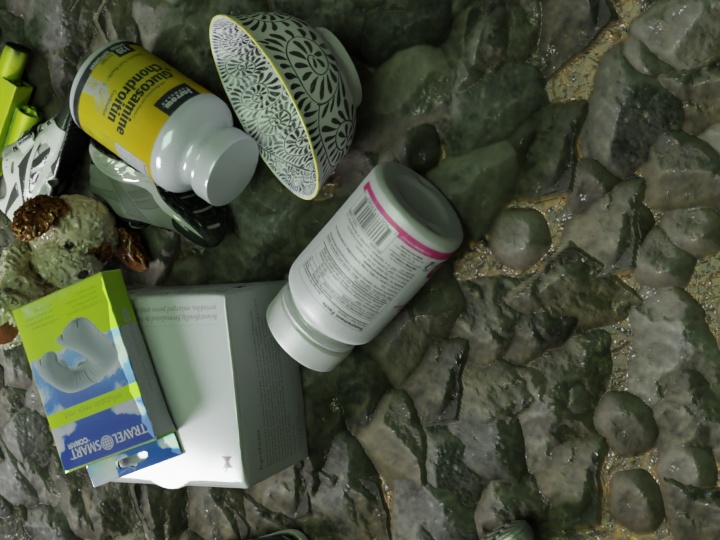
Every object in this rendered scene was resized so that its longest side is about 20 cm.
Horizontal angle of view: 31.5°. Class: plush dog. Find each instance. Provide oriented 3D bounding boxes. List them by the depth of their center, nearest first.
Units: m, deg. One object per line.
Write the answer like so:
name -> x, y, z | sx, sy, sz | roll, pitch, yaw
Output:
plush dog -> -0.338, -0.010, 1.432 | 0.172, 0.199, 0.161 | -49, 53, 19

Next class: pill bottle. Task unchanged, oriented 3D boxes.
pill bottle -> 0.000, 0.000, 1.266 | 0.114, 0.113, 0.200 | 49, 116, 14
pill bottle -> -0.206, -0.153, 1.354 | 0.199, 0.112, 0.113 | 34, 112, 23

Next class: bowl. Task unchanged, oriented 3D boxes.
bowl -> -0.060, -0.181, 1.266 | 0.201, 0.094, 0.202 | 51, 161, 25

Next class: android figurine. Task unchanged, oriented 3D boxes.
android figurine -> -0.462, -0.191, 1.536 | 0.181, 0.041, 0.202 | 31, 110, 22

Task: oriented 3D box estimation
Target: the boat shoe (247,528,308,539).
boat shoe -> -0.144, 0.345, 1.420 | 0.198, 0.066, 0.075 | -22, 87, 30

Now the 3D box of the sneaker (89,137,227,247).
sneaker -> -0.225, -0.077, 1.410 | 0.199, 0.074, 0.080 | 33, 123, 26

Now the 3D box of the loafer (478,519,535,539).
loafer -> 0.113, 0.322, 1.278 | 0.070, 0.070, 0.200 | 47, 123, 10

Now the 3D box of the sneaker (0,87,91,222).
sneaker -> -0.368, -0.138, 1.464 | 0.088, 0.074, 0.202 | 31, 110, 7

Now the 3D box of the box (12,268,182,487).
box -> -0.271, 0.114, 1.312 | 0.121, 0.048, 0.203 | -21, 86, 20

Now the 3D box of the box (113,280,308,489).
box -> -0.177, 0.118, 1.370 | 0.196, 0.130, 0.203 | -3, 96, 29
